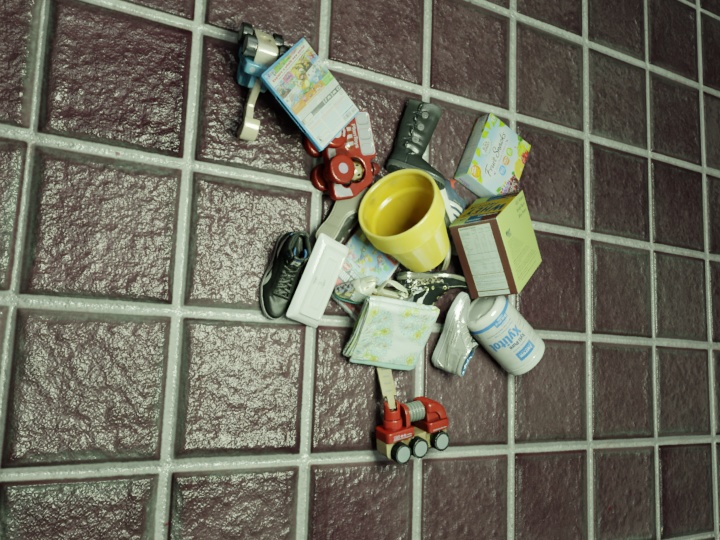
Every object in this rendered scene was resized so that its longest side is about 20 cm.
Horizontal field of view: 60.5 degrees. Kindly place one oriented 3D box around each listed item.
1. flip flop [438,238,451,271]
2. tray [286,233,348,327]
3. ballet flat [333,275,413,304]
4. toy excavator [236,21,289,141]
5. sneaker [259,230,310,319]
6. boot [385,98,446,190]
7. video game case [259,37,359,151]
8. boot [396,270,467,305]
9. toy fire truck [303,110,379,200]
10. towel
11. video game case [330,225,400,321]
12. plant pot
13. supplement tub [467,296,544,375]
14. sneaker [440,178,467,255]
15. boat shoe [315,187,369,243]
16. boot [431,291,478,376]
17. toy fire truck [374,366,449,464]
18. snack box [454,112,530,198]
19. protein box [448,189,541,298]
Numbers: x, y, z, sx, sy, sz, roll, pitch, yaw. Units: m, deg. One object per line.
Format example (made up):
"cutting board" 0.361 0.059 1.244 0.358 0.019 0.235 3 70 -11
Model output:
"flip flop" 0.186 -0.095 1.580 0.057 0.081 0.204 -11 88 -12
"tray" -0.090 0.027 1.397 0.107 0.022 0.203 27 84 -47
"ballet flat" 0.037 0.045 1.449 0.197 0.072 0.073 13 78 -18
"toy excavator" -0.233 -0.415 1.374 0.098 0.202 0.196 9 36 -26
"sneaker" -0.163 0.005 1.352 0.072 0.111 0.204 17 77 -25
"boot" 0.169 -0.324 1.579 0.163 0.066 0.203 22 71 -4
"video game case" -0.107 -0.383 1.346 0.201 0.018 0.143 49 65 -18
"boot" 0.179 0.082 1.556 0.200 0.073 0.157 4 85 -23
"toy fire truck" -0.030 -0.273 1.456 0.166 0.112 0.204 -12 91 -30
"towel" 0.073 0.149 1.449 0.197 0.048 0.173 10 118 -25
"video game case" 0.000 0.000 1.496 0.143 0.017 0.201 44 66 -17
"plant pot" 0.121 -0.102 1.456 0.203 0.199 0.189 -61 139 -20
"supplement tub" 0.375 0.162 1.619 0.200 0.131 0.133 45 66 -16
"sneaker" 0.248 -0.144 1.615 0.083 0.075 0.203 -15 91 -24
"boat shoe" -0.043 -0.121 1.472 0.066 0.057 0.201 30 62 16
"boot" 0.257 0.163 1.547 0.073 0.095 0.203 15 96 -57
"toy fire truck" 0.110 0.329 1.476 0.174 0.128 0.204 -8 98 -29
"snack box" 0.366 -0.300 1.701 0.167 0.067 0.202 32 70 -22
"protein box" 0.348 -0.067 1.578 0.198 0.133 0.203 -39 114 -48
